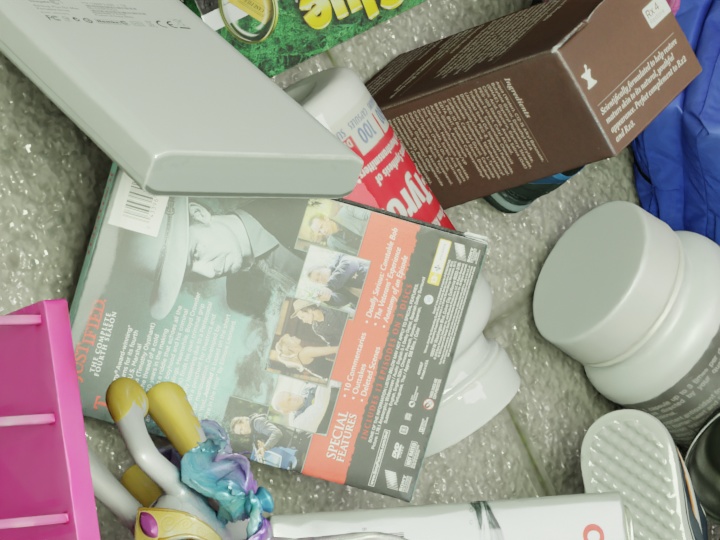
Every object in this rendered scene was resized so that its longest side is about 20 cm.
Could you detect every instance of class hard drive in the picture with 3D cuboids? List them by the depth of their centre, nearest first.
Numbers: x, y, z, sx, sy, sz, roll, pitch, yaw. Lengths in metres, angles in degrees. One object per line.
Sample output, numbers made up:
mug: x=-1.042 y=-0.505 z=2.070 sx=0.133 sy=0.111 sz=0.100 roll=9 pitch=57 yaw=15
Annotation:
hard drive: x=-0.106 y=-0.098 z=1.437 sx=0.132 sy=0.200 sz=0.026 roll=0 pitch=122 yaw=-41

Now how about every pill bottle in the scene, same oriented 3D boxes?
pill bottle: x=0.000 y=0.000 z=1.535 sx=0.112 sy=0.112 sz=0.200 roll=-44 pitch=107 yaw=-39
pill bottle: x=0.204 y=0.047 z=1.699 sx=0.200 sy=0.114 sz=0.114 roll=33 pitch=58 yaw=-30

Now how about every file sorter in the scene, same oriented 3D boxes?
file sorter: x=-0.208 y=0.127 z=1.304 sx=0.125 sy=0.139 sz=0.201 roll=-2 pitch=79 yaw=-38

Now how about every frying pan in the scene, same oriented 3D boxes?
frying pan: x=0.249 y=0.134 z=1.681 sx=0.031 sy=0.115 sz=0.190 roll=-105 pitch=180 yaw=-49

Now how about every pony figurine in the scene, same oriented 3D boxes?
pony figurine: x=-0.066 y=0.144 z=1.359 sx=0.193 sy=0.167 sz=0.200 roll=40 pitch=10 yaw=-51

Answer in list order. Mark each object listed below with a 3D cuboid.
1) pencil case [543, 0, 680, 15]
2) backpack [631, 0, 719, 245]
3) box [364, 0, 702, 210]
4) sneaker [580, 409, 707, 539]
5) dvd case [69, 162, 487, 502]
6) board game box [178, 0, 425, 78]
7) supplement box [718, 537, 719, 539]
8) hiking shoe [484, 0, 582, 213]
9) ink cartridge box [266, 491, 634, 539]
pencil case: x=0.166 y=-0.214 z=1.709 sx=0.094 sy=0.091 sz=0.200 roll=45 pitch=36 yaw=-17
backpack: x=0.256 y=-0.078 z=1.750 sx=0.200 sy=0.167 sz=0.163 roll=70 pitch=38 yaw=-49
box: x=0.079 y=-0.093 z=1.570 sx=0.100 sy=0.200 sz=0.075 roll=-43 pitch=106 yaw=-40
sneaker: x=0.165 y=0.181 z=1.615 sx=0.079 sy=0.078 sz=0.201 roll=31 pitch=57 yaw=-76
dvd case: x=-0.048 y=0.026 z=1.461 sx=0.199 sy=0.022 sz=0.146 roll=15 pitch=94 yaw=-15
board game box: x=-0.022 y=-0.179 z=1.586 sx=0.200 sy=0.023 sz=0.105 roll=-30 pitch=104 yaw=-35
supplement box: x=0.240 y=0.232 z=1.639 sx=0.110 sy=0.086 sz=0.200 roll=29 pitch=91 yaw=-32
hiking shoe: x=0.137 y=-0.118 z=1.704 sx=0.074 sy=0.087 sz=0.200 roll=41 pitch=54 yaw=-25
ink cartridge box: x=0.044 y=0.198 z=1.490 sx=0.199 sy=0.083 sz=0.147 roll=-2 pitch=78 yaw=-16
